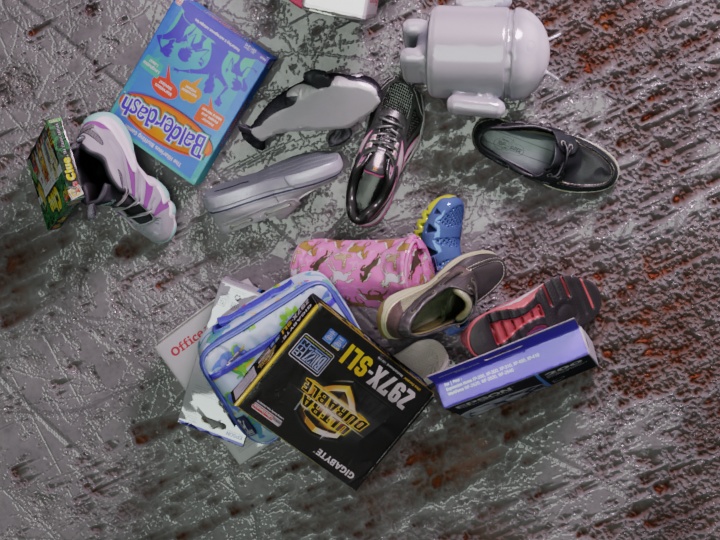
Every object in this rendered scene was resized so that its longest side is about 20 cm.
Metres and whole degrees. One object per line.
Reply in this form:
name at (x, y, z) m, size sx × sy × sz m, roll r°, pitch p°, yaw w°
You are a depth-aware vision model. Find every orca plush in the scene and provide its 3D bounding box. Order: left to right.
orca plush at (-0.059, -0.214, 1.499) m, size 0.199 × 0.071 × 0.105 m, roll -30°, pitch 114°, yaw 28°

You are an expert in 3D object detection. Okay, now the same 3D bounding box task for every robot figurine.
robot figurine at (0.149, -0.271, 1.426) m, size 0.197 × 0.113 × 0.172 m, roll 4°, pitch 76°, yaw 8°

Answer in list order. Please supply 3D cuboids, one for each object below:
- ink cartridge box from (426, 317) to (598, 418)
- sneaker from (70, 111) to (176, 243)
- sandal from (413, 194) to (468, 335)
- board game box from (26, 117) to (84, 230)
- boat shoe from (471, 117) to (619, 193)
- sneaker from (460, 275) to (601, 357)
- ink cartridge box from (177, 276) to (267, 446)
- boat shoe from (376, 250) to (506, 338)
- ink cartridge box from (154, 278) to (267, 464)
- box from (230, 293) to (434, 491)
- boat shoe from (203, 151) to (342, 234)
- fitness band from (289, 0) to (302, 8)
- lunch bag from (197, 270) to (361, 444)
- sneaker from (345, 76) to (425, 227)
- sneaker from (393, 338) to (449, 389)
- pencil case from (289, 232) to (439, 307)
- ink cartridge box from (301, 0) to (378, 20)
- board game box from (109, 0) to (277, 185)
ink cartridge box at (0.197, 0.128, 1.445) m, size 0.196 × 0.200 × 0.044 m, roll -23°, pitch 72°, yaw 12°
sneaker at (-0.320, -0.093, 1.494) m, size 0.077 × 0.140 × 0.201 m, roll -22°, pitch 116°, yaw 21°
sandal at (0.112, 0.002, 1.486) m, size 0.087 × 0.079 × 0.203 m, roll 22°, pitch 114°, yaw 40°
board game box at (-0.401, -0.122, 1.499) m, size 0.023 × 0.200 × 0.106 m, roll -19°, pitch 88°, yaw -25°
boat shoe at (0.235, -0.147, 1.458) m, size 0.197 × 0.066 × 0.075 m, roll 24°, pitch 102°, yaw 4°
sneaker at (0.217, 0.056, 1.497) m, size 0.198 × 0.087 × 0.075 m, roll -19°, pitch 93°, yaw -13°
ink cartridge box at (-0.164, 0.119, 1.493) m, size 0.098 × 0.039 × 0.202 m, roll 20°, pitch 99°, yaw 2°
boat shoe at (0.112, 0.037, 1.398) m, size 0.066 × 0.199 × 0.073 m, roll 24°, pitch 130°, yaw 48°
ink cartridge box at (-0.159, 0.134, 1.558) m, size 0.144 × 0.083 × 0.201 m, roll -35°, pitch 93°, yaw 11°
box at (-0.032, 0.149, 1.387) m, size 0.199 × 0.049 × 0.160 m, roll 39°, pitch 92°, yaw -22°
boat shoe at (-0.109, -0.102, 1.526) m, size 0.197 × 0.074 × 0.067 m, roll -14°, pitch 116°, yaw 17°
fitness band at (-0.020, -0.413, 1.469) m, size 0.197 × 0.037 × 0.145 m, roll -16°, pitch 100°, yaw 12°
lunch bag at (-0.096, 0.105, 1.427) m, size 0.198 × 0.082 × 0.162 m, roll -30°, pitch 109°, yaw -3°
sneaker at (0.031, -0.147, 1.479) m, size 0.079 × 0.086 × 0.203 m, roll 15°, pitch 101°, yaw 4°
sneaker at (0.025, 0.159, 1.519) m, size 0.197 × 0.085 × 0.076 m, roll -17°, pitch 64°, yaw -4°
pencil case at (0.000, 0.000, 1.474) m, size 0.198 × 0.087 × 0.083 m, roll -1°, pitch 125°, yaw 36°
ink cartridge box at (-0.008, -0.407, 1.375) m, size 0.084 × 0.146 × 0.203 m, roll 13°, pitch 104°, yaw 3°
board game box at (-0.227, -0.240, 1.523) m, size 0.151 × 0.045 × 0.201 m, roll 34°, pitch 104°, yaw 2°
